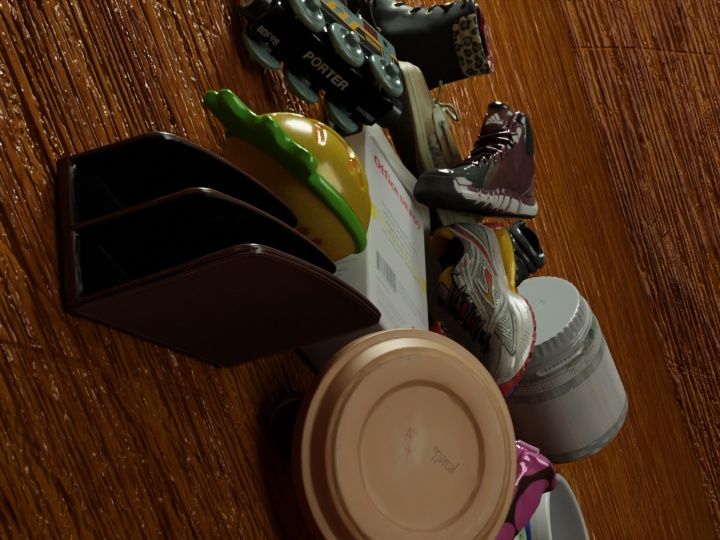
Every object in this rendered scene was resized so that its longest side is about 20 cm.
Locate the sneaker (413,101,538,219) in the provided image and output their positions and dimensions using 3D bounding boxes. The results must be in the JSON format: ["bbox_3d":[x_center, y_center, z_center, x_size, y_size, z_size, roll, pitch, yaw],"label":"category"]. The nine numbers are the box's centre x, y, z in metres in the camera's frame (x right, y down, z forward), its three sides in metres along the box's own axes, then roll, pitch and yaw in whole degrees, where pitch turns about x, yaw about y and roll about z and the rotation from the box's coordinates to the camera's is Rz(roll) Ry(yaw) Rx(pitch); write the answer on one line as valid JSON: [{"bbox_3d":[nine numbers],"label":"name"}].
[{"bbox_3d":[0.119,-0.117,1.254,0.199,0.075,0.117,6,89,-58],"label":"sneaker"}]

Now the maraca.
[{"bbox_3d":[-0.056,-0.073,0.967,0.107,0.137,0.200,-53,152,-12],"label":"maraca"}]

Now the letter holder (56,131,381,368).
[{"bbox_3d":[-0.083,-0.016,0.825,0.200,0.141,0.101,32,47,-62],"label":"letter holder"}]

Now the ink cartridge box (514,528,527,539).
[{"bbox_3d":[0.105,0.304,1.187,0.200,0.084,0.147,32,46,-62],"label":"ink cartridge box"}]

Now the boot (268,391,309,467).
[{"bbox_3d":[-0.020,0.131,1.039,0.200,0.075,0.097,40,13,-43],"label":"boot"}]

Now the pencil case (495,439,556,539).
[{"bbox_3d":[0.086,0.223,1.045,0.200,0.090,0.094,-48,154,-26],"label":"pencil case"}]

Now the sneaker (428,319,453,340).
[{"bbox_3d":[0.064,0.127,1.240,0.201,0.082,0.078,74,-11,-49],"label":"sneaker"}]

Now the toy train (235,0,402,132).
[{"bbox_3d":[-0.037,-0.212,1.154,0.200,0.085,0.114,35,30,-35],"label":"toy train"}]

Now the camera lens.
[{"bbox_3d":[0.239,0.130,1.568,0.160,0.159,0.201,-77,146,-53],"label":"camera lens"}]

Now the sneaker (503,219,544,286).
[{"bbox_3d":[0.160,-0.018,1.457,0.071,0.099,0.200,53,4,-16],"label":"sneaker"}]

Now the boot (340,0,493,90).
[{"bbox_3d":[0.059,-0.288,1.390,0.073,0.153,0.205,5,71,-69],"label":"boot"}]

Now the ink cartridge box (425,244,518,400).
[{"bbox_3d":[0.124,0.084,1.355,0.201,0.040,0.200,64,8,17],"label":"ink cartridge box"}]

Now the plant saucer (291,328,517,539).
[{"bbox_3d":[0.041,0.145,0.969,0.199,0.032,0.202,5,80,-29],"label":"plant saucer"}]

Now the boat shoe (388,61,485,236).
[{"bbox_3d":[0.076,-0.130,1.303,0.073,0.062,0.201,38,-30,60],"label":"boat shoe"}]

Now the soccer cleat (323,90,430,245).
[{"bbox_3d":[0.010,-0.108,1.270,0.201,0.069,0.077,67,25,-1],"label":"soccer cleat"}]

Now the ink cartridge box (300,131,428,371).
[{"bbox_3d":[0.000,0.000,1.125,0.145,0.083,0.201,53,29,-47],"label":"ink cartridge box"}]

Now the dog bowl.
[{"bbox_3d":[0.218,0.347,1.473,0.200,0.078,0.202,-15,90,-70],"label":"dog bowl"}]

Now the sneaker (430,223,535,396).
[{"bbox_3d":[0.113,0.038,1.221,0.078,0.081,0.201,117,-30,-43],"label":"sneaker"}]
